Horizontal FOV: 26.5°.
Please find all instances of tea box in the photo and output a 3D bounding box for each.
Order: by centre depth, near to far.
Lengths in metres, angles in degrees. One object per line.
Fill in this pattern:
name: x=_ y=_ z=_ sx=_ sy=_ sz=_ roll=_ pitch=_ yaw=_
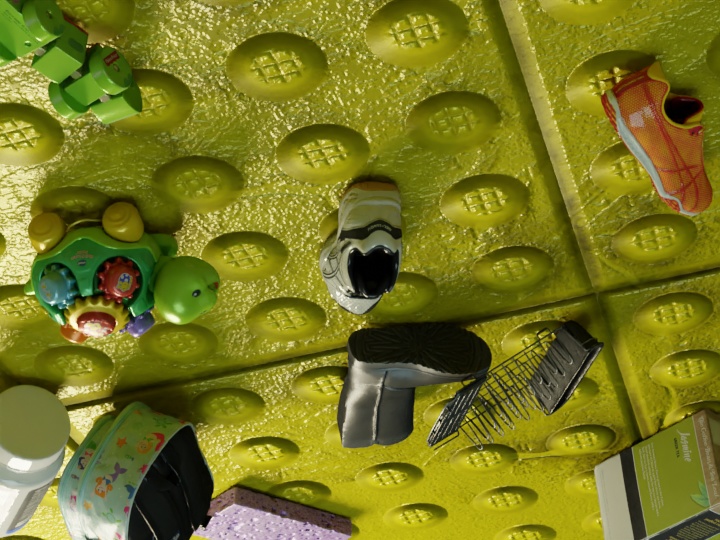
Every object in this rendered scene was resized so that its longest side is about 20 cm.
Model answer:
tea box: x=0.442 y=0.298 z=1.961 sx=0.199 sy=0.134 sz=0.196 roll=24 pitch=138 yaw=-34

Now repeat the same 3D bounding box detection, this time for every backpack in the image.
backpack: x=-0.262 y=0.253 z=1.790 sx=0.150 sy=0.178 sz=0.201 roll=23 pitch=148 yaw=15

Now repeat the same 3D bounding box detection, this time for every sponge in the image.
sponge: x=-0.120 y=0.347 z=2.070 sx=0.199 sy=0.030 sz=0.111 roll=23 pitch=138 yaw=-32

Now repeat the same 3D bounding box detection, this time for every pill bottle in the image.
pill bottle: x=-0.411 y=0.223 z=1.788 sx=0.113 sy=0.114 sz=0.200 roll=12 pitch=142 yaw=-22

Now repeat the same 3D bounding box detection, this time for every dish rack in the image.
dish rack: x=0.166 y=0.139 z=1.703 sx=0.199 sy=0.055 sz=0.154 roll=-28 pitch=156 yaw=-27

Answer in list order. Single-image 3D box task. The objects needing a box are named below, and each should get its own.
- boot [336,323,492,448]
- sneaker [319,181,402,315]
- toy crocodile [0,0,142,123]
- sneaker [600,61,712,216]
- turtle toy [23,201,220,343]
boot: x=0.058 y=0.142 z=1.756 sx=0.163 sy=0.066 sz=0.201 roll=6 pitch=142 yaw=0
sneaker: x=0.000 y=0.000 z=1.529 sx=0.075 sy=0.088 sz=0.201 roll=-2 pitch=147 yaw=-6
toy crocodile: x=-0.253 y=-0.186 z=1.269 sx=0.067 sy=0.062 sz=0.200 roll=-26 pitch=135 yaw=29
sneaker: x=0.293 y=-0.114 z=1.409 sx=0.077 sy=0.073 sz=0.200 roll=-28 pitch=142 yaw=16
turtle toy: x=-0.237 y=0.012 z=1.511 sx=0.198 sy=0.102 sz=0.146 roll=-7 pitch=145 yaw=5
